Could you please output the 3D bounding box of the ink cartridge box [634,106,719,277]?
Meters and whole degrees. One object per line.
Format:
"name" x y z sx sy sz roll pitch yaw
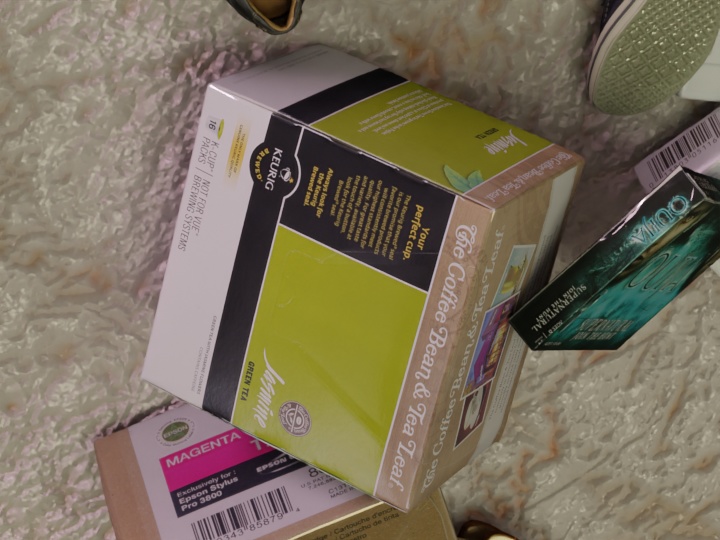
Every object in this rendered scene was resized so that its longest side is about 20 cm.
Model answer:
"ink cartridge box" 0.300 -0.049 1.489 0.160 0.047 0.200 -36 132 16

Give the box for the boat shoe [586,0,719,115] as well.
"boat shoe" 0.188 -0.181 1.385 0.074 0.062 0.201 2 132 -15

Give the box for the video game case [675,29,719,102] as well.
"video game case" 0.306 -0.196 1.430 0.181 0.024 0.201 4 117 -18

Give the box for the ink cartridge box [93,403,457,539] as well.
"ink cartridge box" -0.056 0.144 1.423 0.199 0.165 0.075 -22 127 -4

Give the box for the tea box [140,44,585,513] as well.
"tea box" 0.000 0.000 1.331 0.196 0.133 0.201 26 117 21

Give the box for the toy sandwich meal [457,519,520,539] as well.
"toy sandwich meal" 0.052 0.263 1.562 0.204 0.070 0.207 0 100 1

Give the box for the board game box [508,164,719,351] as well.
"board game box" 0.172 -0.004 1.357 0.135 0.200 0.028 -43 76 15

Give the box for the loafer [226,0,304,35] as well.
"loafer" -0.071 -0.228 1.276 0.072 0.072 0.201 -24 121 -1
